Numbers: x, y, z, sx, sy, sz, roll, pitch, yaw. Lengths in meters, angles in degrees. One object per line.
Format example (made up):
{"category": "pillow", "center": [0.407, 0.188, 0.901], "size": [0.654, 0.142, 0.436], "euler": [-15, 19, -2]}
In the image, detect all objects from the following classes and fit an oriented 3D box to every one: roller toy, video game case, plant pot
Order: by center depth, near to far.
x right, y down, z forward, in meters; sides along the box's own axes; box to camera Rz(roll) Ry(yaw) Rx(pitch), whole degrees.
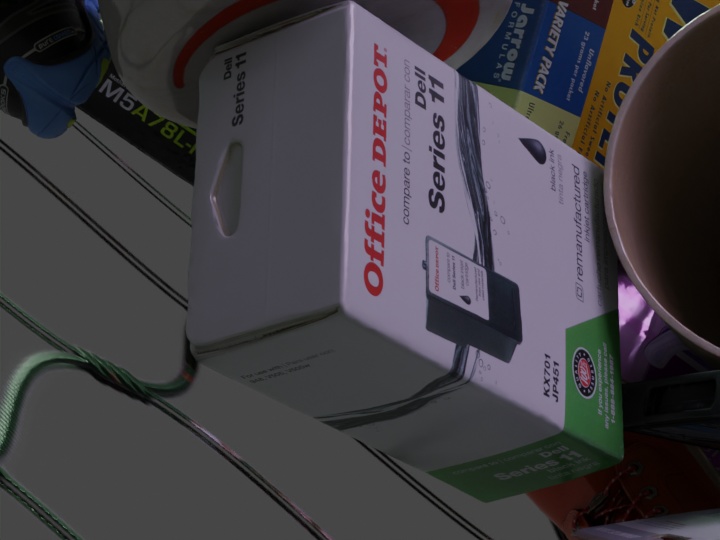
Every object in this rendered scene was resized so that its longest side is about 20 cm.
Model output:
{"category": "video game case", "center": [0.231, 0.073, 1.108], "size": [0.199, 0.026, 0.181], "euler": [11, -7, -12]}
{"category": "roller toy", "center": [-0.033, -0.157, 1.125], "size": [0.182, 0.200, 0.140], "euler": [7, 59, -43]}
{"category": "plant pot", "center": [0.219, -0.010, 1.200], "size": [0.187, 0.187, 0.200], "euler": [41, -6, 23]}

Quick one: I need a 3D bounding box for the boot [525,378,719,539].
{"category": "boot", "center": [0.128, 0.113, 1.170], "size": [0.200, 0.075, 0.107], "euler": [38, 16, 17]}

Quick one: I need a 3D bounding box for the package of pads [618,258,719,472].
{"category": "package of pads", "center": [0.177, 0.095, 1.296], "size": [0.200, 0.076, 0.121], "euler": [36, 48, -8]}

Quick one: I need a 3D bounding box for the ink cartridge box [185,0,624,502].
{"category": "ink cartridge box", "center": [0.023, -0.004, 1.084], "size": [0.200, 0.083, 0.147], "euler": [28, 54, -45]}

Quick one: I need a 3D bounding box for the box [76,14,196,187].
{"category": "box", "center": [-0.099, -0.095, 1.416], "size": [0.200, 0.048, 0.193], "euler": [35, 12, -18]}

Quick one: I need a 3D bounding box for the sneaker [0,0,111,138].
{"category": "sneaker", "center": [-0.170, -0.128, 1.213], "size": [0.083, 0.071, 0.200], "euler": [36, 10, -24]}

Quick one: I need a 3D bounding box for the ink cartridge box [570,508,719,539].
{"category": "ink cartridge box", "center": [0.189, 0.133, 0.986], "size": [0.175, 0.084, 0.200], "euler": [-6, -2, -8]}

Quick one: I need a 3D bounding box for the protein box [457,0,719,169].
{"category": "protein box", "center": [0.070, -0.102, 1.313], "size": [0.199, 0.136, 0.198], "euler": [14, -3, 41]}
